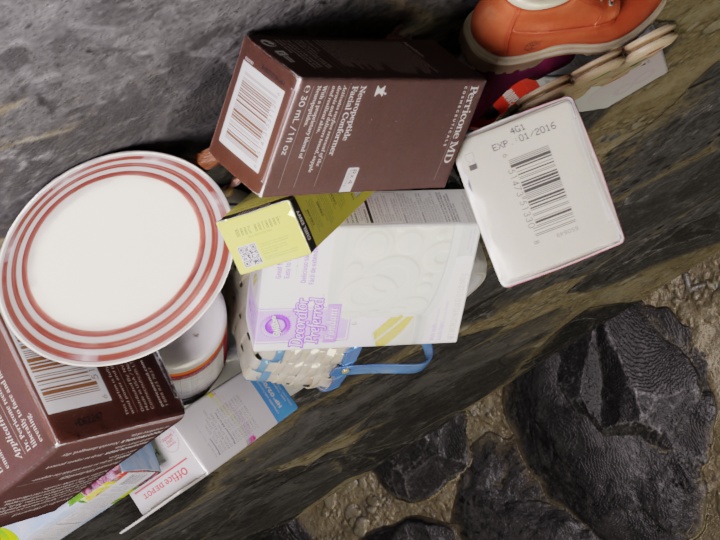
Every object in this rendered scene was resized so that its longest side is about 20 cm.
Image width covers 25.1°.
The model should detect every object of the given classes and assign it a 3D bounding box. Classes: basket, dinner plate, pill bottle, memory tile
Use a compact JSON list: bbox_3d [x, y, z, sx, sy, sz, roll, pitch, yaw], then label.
[{"bbox_3d":[-0.036,0.028,1.625,0.198,0.178,0.139,-5,148,-24],"label":"basket"},{"bbox_3d":[-0.195,-0.011,1.288,0.198,0.024,0.202,-16,130,-19],"label":"dinner plate"},{"bbox_3d":[-0.185,0.069,1.592,0.109,0.110,0.200,-25,167,-11],"label":"pill bottle"},{"bbox_3d":[0.192,-0.163,1.418,0.152,0.017,0.200,-26,180,-4],"label":"memory tile"}]

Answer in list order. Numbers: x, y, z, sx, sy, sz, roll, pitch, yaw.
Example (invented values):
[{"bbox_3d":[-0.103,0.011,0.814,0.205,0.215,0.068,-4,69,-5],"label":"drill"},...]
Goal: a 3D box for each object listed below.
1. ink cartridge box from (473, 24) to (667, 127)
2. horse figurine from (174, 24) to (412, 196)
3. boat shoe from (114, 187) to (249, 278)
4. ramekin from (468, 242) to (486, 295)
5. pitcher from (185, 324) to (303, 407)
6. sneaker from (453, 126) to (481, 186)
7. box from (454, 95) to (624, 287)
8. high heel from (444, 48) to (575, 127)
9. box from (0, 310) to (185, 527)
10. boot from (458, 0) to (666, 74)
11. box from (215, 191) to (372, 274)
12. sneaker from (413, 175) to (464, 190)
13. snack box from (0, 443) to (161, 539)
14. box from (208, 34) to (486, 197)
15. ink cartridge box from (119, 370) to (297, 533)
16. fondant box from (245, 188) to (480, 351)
[{"bbox_3d":[0.203,-0.180,1.593,0.199,0.057,0.162,-35,166,9],"label":"ink cartridge box"},{"bbox_3d":[-0.053,-0.117,1.297,0.199,0.050,0.133,-27,175,-21],"label":"horse figurine"},{"bbox_3d":[-0.152,-0.024,1.397,0.071,0.070,0.199,-36,165,31],"label":"boat shoe"},{"bbox_3d":[0.056,0.003,1.879,0.201,0.095,0.203,-27,166,-7],"label":"ramekin"},{"bbox_3d":[-0.145,0.097,1.763,0.198,0.122,0.172,-20,176,6],"label":"pitcher"},{"bbox_3d":[0.131,-0.121,1.607,0.086,0.078,0.200,-24,177,5],"label":"sneaker"},{"bbox_3d":[0.150,-0.064,1.373,0.108,0.129,0.200,-21,179,7],"label":"box"},{"bbox_3d":[0.107,-0.148,1.386,0.198,0.097,0.067,-11,-165,-31],"label":"high heel"},{"bbox_3d":[-0.295,0.111,1.399,0.199,0.167,0.164,-36,166,31],"label":"box"},{"bbox_3d":[0.184,-0.228,1.323,0.199,0.075,0.107,-21,160,-24],"label":"boot"},{"bbox_3d":[-0.040,-0.064,1.344,0.075,0.050,0.200,-16,-164,28],"label":"box"},{"bbox_3d":[0.001,-0.052,1.530,0.199,0.105,0.060,-29,168,5],"label":"sneaker"},{"bbox_3d":[-0.308,0.168,1.576,0.199,0.170,0.067,-35,157,25],"label":"snack box"},{"bbox_3d":[-0.007,-0.116,1.218,0.199,0.075,0.101,-8,128,-44],"label":"box"},{"bbox_3d":[-0.168,0.174,1.619,0.115,0.068,0.200,-37,178,38],"label":"ink cartridge box"},{"bbox_3d":[0.000,0.000,1.477,0.198,0.059,0.145,-1,130,-13],"label":"fondant box"}]
